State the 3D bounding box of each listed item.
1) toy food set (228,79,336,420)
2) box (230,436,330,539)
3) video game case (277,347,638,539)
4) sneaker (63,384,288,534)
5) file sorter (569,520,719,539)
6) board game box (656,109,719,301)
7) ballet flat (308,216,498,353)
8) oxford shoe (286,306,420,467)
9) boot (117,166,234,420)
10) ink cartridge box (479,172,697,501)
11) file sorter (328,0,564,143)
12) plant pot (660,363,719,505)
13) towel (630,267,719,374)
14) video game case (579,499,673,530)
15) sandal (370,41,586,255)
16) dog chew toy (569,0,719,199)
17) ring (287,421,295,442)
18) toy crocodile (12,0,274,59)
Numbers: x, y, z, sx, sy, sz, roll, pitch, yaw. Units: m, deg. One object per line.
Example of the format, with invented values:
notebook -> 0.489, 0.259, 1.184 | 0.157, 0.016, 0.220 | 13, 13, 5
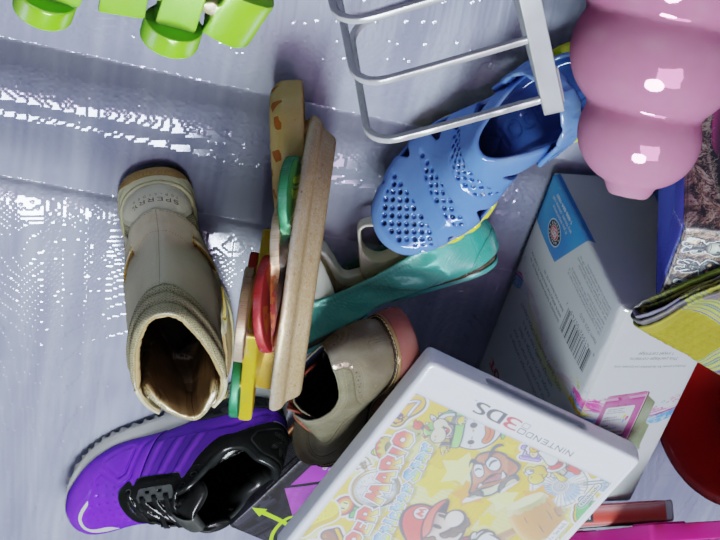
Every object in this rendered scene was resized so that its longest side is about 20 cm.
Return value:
toy food set -> -0.050, -0.007, 1.151 | 0.048, 0.199, 0.201 | 8, 134, -2
box -> 0.012, 0.188, 1.426 | 0.199, 0.036, 0.143 | 27, 122, -33
video game case -> 0.067, 0.162, 1.245 | 0.181, 0.023, 0.201 | 25, 120, -22
sneaker -> -0.142, 0.164, 1.348 | 0.199, 0.100, 0.070 | -29, 130, 13
file sorter -> 0.273, 0.251, 1.323 | 0.198, 0.127, 0.139 | 0, 169, -22
board game box -> 0.303, -0.052, 1.169 | 0.198, 0.161, 0.097 | 7, 148, 0
ballet flat -> 0.000, 0.000, 1.267 | 0.198, 0.067, 0.071 | -25, 108, 10
oxford shoe -> -0.025, 0.088, 1.257 | 0.074, 0.071, 0.200 | -13, 154, -26
boot -> -0.122, 0.051, 1.212 | 0.072, 0.156, 0.201 | -9, 133, -4
ink cartridge box -> 0.168, 0.052, 1.285 | 0.084, 0.145, 0.201 | 1, 132, -21
file sorter -> 0.035, -0.197, 1.036 | 0.123, 0.140, 0.201 | -14, 134, 5
plant pot -> 0.354, 0.098, 1.354 | 0.176, 0.202, 0.201 | 16, 128, -39
towel -> 0.287, 0.047, 1.155 | 0.199, 0.023, 0.143 | 31, 139, -30
video game case -> 0.128, 0.193, 1.356 | 0.198, 0.018, 0.143 | -3, 170, -4
sandal -> 0.084, -0.083, 1.174 | 0.200, 0.087, 0.080 | -40, 86, 16
dog chew toy -> 0.183, -0.145, 1.090 | 0.123, 0.124, 0.202 | 7, 100, -19
ring -> 0.025, 0.152, 1.433 | 0.198, 0.019, 0.202 | -6, 132, -6
toy crocodile -> -0.147, -0.180, 1.068 | 0.198, 0.062, 0.068 | 12, 129, -16
